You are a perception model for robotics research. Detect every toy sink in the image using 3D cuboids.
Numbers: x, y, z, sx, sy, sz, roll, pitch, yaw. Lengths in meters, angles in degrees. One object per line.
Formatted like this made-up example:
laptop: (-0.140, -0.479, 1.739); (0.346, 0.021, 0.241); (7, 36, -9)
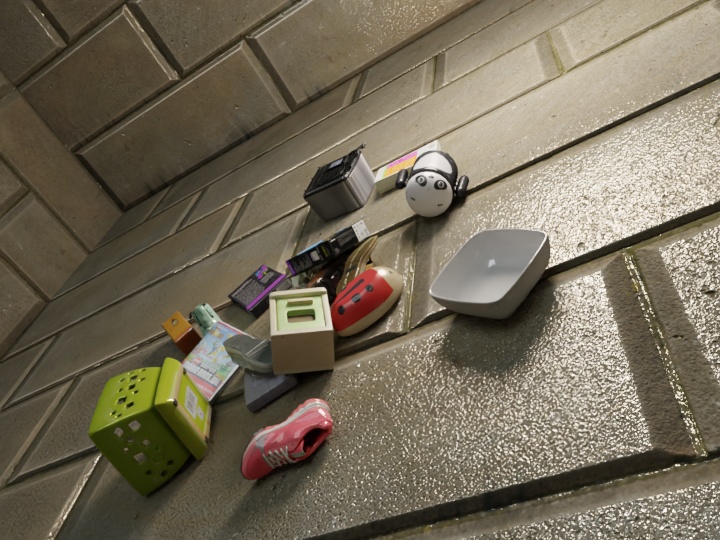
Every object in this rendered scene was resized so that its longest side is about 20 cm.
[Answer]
toy sink: (-0.129, 0.112, 1.377); (0.128, 0.114, 0.201); (-4, 32, -6)

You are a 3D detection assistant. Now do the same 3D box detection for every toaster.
toaster: (-0.056, -0.269, 1.977); (0.198, 0.119, 0.182); (-20, 31, 31)

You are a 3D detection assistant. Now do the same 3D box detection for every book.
book: (0.142, -0.309, 1.892); (0.198, 0.048, 0.134); (-24, 26, 21)

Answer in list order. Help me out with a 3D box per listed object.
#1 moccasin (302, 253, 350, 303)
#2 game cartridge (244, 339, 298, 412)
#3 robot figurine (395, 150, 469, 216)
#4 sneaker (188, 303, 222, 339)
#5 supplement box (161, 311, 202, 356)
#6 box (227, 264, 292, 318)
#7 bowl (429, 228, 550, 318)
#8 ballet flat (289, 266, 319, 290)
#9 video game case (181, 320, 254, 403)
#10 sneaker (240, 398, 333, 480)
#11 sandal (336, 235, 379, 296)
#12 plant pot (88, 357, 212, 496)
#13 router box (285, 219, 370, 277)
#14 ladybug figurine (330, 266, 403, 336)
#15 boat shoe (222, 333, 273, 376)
moccasin: (-0.094, 0.031, 1.579); (0.077, 0.074, 0.202); (-14, 33, 42)
game cartridge: (-0.204, 0.224, 1.444); (0.129, 0.038, 0.201); (-36, 26, 8)
robot figurine: (0.180, -0.224, 1.610); (0.149, 0.125, 0.201); (-27, 26, 34)
sneaker: (-0.401, 0.160, 1.688); (0.073, 0.119, 0.200); (-35, 27, -4)
supplement box: (-0.514, 0.182, 1.849); (0.066, 0.069, 0.199); (-41, 28, -14)
box: (-0.286, 0.055, 1.817); (0.143, 0.036, 0.199); (-43, 28, -16)
bowl: (0.249, 0.012, 1.198); (0.200, 0.075, 0.198); (-49, 29, -23)
ballet flat: (-0.149, 0.017, 1.682); (0.075, 0.064, 0.201); (-29, 26, 14)
video game case: (-0.359, 0.224, 1.575); (0.141, 0.018, 0.201); (21, 56, 27)
sneaker: (-0.134, 0.316, 1.160); (0.199, 0.074, 0.087); (-38, 27, -4)
sandal: (0.000, 0.000, 1.546); (0.080, 0.054, 0.202); (-23, 35, 43)
plant pot: (-0.436, 0.322, 1.384); (0.179, 0.201, 0.201); (-26, 26, 5)
router box: (-0.082, -0.059, 1.654); (0.148, 0.052, 0.200); (-25, 6, 31)
ladybug figurine: (0.006, 0.062, 1.410); (0.200, 0.072, 0.135); (-43, 27, -14)
boat shoe: (-0.241, 0.195, 1.442); (0.074, 0.066, 0.200); (-30, 25, -36)
